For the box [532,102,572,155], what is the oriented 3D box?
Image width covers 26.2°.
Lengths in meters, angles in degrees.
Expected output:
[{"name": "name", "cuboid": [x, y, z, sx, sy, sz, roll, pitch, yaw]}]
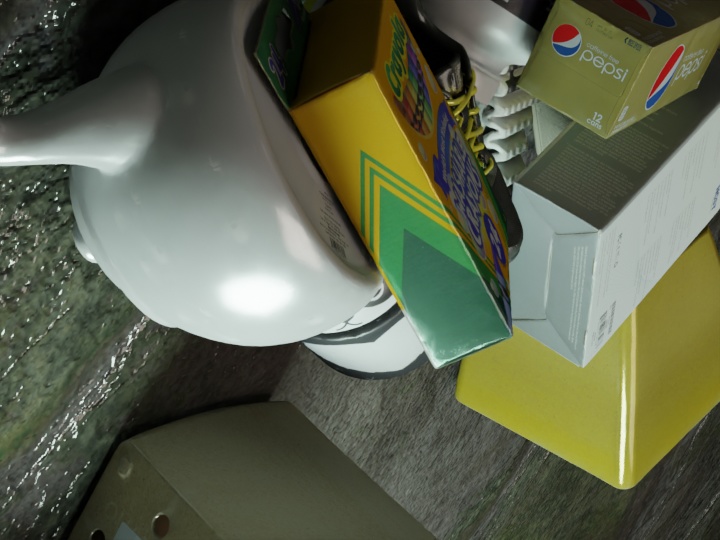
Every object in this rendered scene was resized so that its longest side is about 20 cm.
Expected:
[{"name": "box", "cuboid": [0.187, -0.149, 1.213, 0.078, 0.095, 0.201, -48, 155, -15]}]

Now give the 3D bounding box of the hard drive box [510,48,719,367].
[{"name": "hard drive box", "cuboid": [0.195, -0.055, 1.135, 0.200, 0.076, 0.157, -43, 151, -29]}]

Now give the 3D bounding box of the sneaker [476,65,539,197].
[{"name": "sneaker", "cuboid": [0.084, -0.107, 1.112, 0.075, 0.080, 0.203, -16, 115, -57]}]

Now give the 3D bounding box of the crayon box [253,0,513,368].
[{"name": "crayon box", "cuboid": [0.019, -0.066, 0.823, 0.051, 0.126, 0.201, -23, 117, 17]}]

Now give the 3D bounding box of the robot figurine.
[{"name": "robot figurine", "cuboid": [-0.001, 0.002, 1.027, 0.151, 0.124, 0.200, -57, 156, -8]}]

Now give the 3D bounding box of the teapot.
[{"name": "teapot", "cuboid": [-0.083, -0.039, 0.813, 0.145, 0.202, 0.198, -24, -163, 17]}]

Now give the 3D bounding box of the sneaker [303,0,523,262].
[{"name": "sneaker", "cuboid": [0.040, -0.084, 0.915, 0.084, 0.201, 0.075, -21, -157, 49]}]

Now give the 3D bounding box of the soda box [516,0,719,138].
[{"name": "soda box", "cuboid": [0.175, -0.144, 0.985, 0.200, 0.067, 0.065, -29, 148, -58]}]

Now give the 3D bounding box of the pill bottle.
[{"name": "pill bottle", "cuboid": [0.098, -0.209, 0.962, 0.201, 0.112, 0.112, -60, 154, 10]}]

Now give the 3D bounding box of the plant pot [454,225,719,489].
[{"name": "plant pot", "cuboid": [0.219, 0.038, 1.396, 0.199, 0.199, 0.178, -35, 137, -36]}]

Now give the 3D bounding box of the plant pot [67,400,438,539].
[{"name": "plant pot", "cuboid": [-0.096, 0.215, 1.057, 0.176, 0.200, 0.201, 16, 107, -52]}]
